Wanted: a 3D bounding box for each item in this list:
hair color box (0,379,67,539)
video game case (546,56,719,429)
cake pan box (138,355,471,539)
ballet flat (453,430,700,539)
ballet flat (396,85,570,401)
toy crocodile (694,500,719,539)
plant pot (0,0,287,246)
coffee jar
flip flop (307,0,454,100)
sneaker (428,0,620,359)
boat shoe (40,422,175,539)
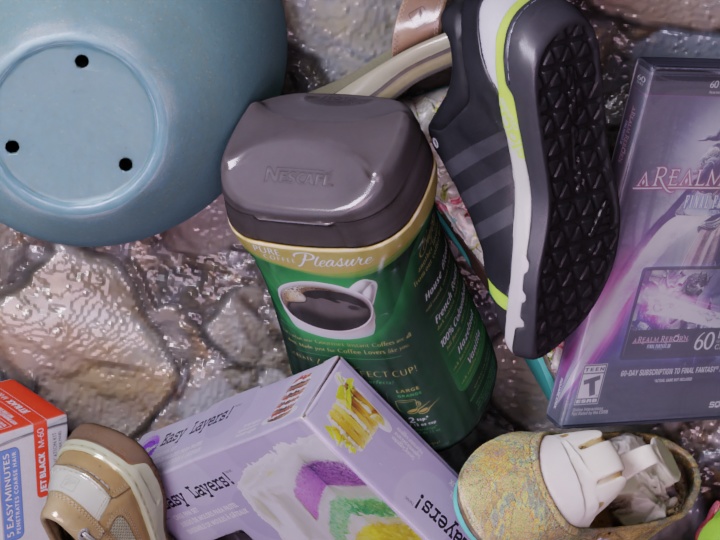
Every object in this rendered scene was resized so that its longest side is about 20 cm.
[{"bbox_3d":[-0.250,0.140,1.428,0.199,0.064,0.112,-16,117,-33],"label":"hair color box"},{"bbox_3d":[0.179,-0.013,1.415,0.142,0.019,0.201,-1,116,-32],"label":"video game case"},{"bbox_3d":[-0.016,0.143,1.444,0.184,0.052,0.200,48,142,-16],"label":"cake pan box"},{"bbox_3d":[0.119,0.110,1.415,0.070,0.200,0.071,-3,85,31],"label":"ballet flat"},{"bbox_3d":[0.082,-0.014,1.422,0.064,0.076,0.200,-34,111,-1],"label":"ballet flat"},{"bbox_3d":[0.233,0.120,1.484,0.200,0.062,0.067,-48,144,14],"label":"toy crocodile"},{"bbox_3d":[-0.137,-0.093,1.354,0.199,0.135,0.201,0,112,0],"label":"plant pot"},{"bbox_3d":[0.000,0.000,1.377,0.104,0.086,0.201,5,140,22],"label":"coffee jar"},{"bbox_3d":[0.038,-0.132,1.378,0.199,0.081,0.058,-31,94,17],"label":"flip flop"},{"bbox_3d":[0.076,-0.055,1.341,0.083,0.072,0.201,22,126,37],"label":"sneaker"},{"bbox_3d":[-0.133,0.171,1.458,0.071,0.076,0.201,11,141,29],"label":"boat shoe"}]
